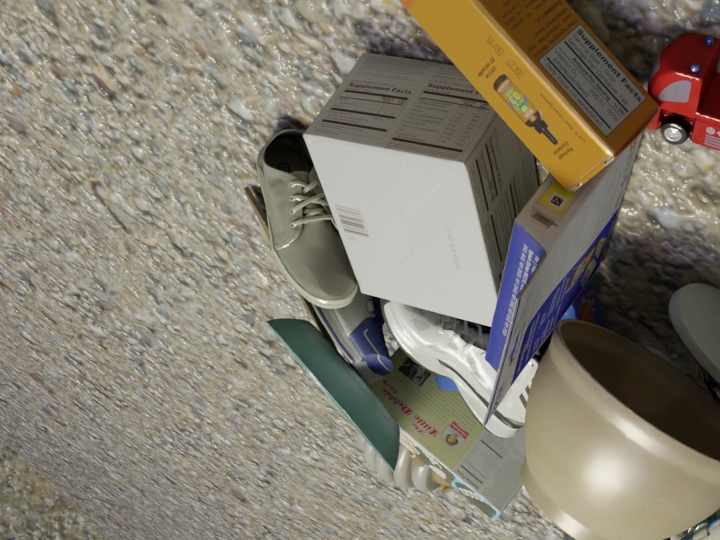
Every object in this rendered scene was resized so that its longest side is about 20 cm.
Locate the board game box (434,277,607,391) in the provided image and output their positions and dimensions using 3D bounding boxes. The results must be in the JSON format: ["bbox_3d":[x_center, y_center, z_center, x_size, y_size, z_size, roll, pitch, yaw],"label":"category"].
[{"bbox_3d":[0.148,0.062,1.070,0.198,0.045,0.136,3,124,41],"label":"board game box"}]

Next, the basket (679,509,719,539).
[{"bbox_3d":[0.390,0.230,0.947,0.177,0.198,0.140,-53,54,43],"label":"basket"}]

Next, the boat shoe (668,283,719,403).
[{"bbox_3d":[0.328,0.091,0.940,0.200,0.071,0.063,42,148,-15],"label":"boat shoe"}]

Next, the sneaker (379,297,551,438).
[{"bbox_3d":[0.117,0.062,1.020,0.200,0.076,0.115,44,133,-10],"label":"sneaker"}]

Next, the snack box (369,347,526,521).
[{"bbox_3d":[0.106,0.164,1.184,0.199,0.116,0.037,39,155,14],"label":"snack box"}]

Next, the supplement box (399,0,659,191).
[{"bbox_3d":[0.116,-0.157,0.761,0.201,0.069,0.067,51,154,2],"label":"supplement box"}]

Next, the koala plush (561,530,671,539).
[{"bbox_3d":[0.313,0.314,1.192,0.199,0.184,0.178,35,152,23],"label":"koala plush"}]

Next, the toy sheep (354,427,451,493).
[{"bbox_3d":[0.056,0.196,1.305,0.199,0.138,0.139,34,154,31],"label":"toy sheep"}]

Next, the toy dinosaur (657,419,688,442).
[{"bbox_3d":[0.279,0.160,1.044,0.135,0.087,0.199,34,155,-26],"label":"toy dinosaur"}]

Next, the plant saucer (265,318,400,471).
[{"bbox_3d":[-0.020,0.117,1.093,0.200,0.036,0.200,49,174,7],"label":"plant saucer"}]

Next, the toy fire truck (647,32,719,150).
[{"bbox_3d":[0.287,-0.126,0.696,0.198,0.049,0.142,22,147,22],"label":"toy fire truck"}]

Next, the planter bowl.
[{"bbox_3d":[0.219,0.155,0.921,0.199,0.200,0.136,32,107,4],"label":"planter bowl"}]

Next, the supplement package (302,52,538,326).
[{"bbox_3d":[0.064,-0.068,0.936,0.154,0.111,0.201,14,144,30],"label":"supplement package"}]

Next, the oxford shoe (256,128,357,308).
[{"bbox_3d":[-0.054,-0.055,1.031,0.058,0.074,0.202,116,140,-53],"label":"oxford shoe"}]

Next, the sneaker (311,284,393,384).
[{"bbox_3d":[0.000,-0.001,1.071,0.201,0.114,0.081,62,-179,27],"label":"sneaker"}]

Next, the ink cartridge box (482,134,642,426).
[{"bbox_3d":[0.147,-0.002,0.857,0.047,0.200,0.199,33,151,19],"label":"ink cartridge box"}]

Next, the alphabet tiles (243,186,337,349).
[{"bbox_3d":[-0.074,0.005,1.178,0.168,0.007,0.201,57,174,44],"label":"alphabet tiles"}]
